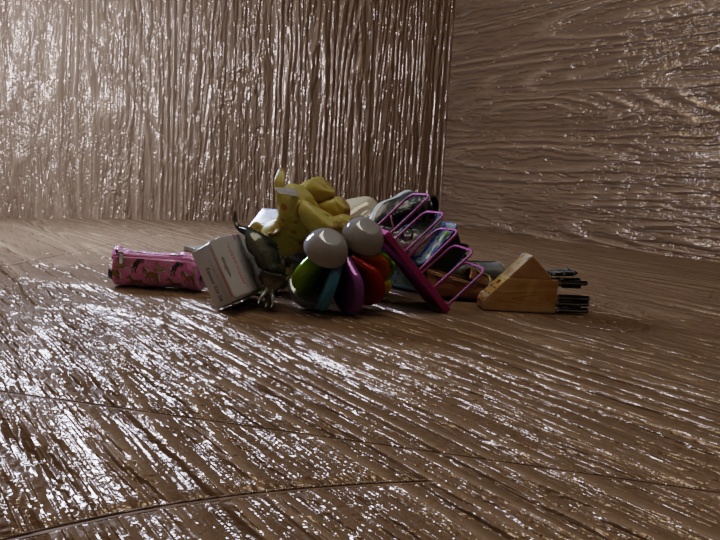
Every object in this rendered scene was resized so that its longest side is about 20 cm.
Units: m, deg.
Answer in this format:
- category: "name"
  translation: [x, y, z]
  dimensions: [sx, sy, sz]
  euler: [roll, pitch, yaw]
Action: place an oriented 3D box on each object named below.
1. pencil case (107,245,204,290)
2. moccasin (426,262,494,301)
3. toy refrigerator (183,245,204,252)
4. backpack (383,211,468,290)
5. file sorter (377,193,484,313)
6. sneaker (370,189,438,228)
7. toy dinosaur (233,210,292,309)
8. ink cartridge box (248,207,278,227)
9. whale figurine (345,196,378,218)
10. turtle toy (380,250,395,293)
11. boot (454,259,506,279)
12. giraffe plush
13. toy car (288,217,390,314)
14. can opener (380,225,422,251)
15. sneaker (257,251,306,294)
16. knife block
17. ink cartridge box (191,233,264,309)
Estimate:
- category: "pencil case"
  translation: [-0.413, -0.005, 1.546]
  dimensions: [0.197, 0.084, 0.087]
  euler: [5, 7, 4]
- category: "moccasin"
  translation: [0.241, 0.024, 1.650]
  dimensions: [0.198, 0.079, 0.074]
  euler: [3, 7, -1]
- category: "toy refrigerator"
  translation: [-0.319, -0.007, 1.635]
  dimensions: [0.069, 0.077, 0.199]
  euler: [-2, 10, -38]
- category: "backpack"
  translation: [0.118, -0.053, 1.760]
  dimensions: [0.198, 0.148, 0.183]
  euler: [3, 37, 41]
- category: "file sorter"
  translation: [0.135, -0.041, 1.503]
  dimensions: [0.125, 0.201, 0.139]
  euler: [-41, 14, -5]
- category: "sneaker"
  translation: [0.101, -0.125, 1.660]
  dimensions: [0.098, 0.072, 0.200]
  euler: [8, 31, 37]
- category: "toy dinosaur"
  translation: [-0.178, -0.032, 1.400]
  dimensions: [0.076, 0.202, 0.102]
  euler: [-21, -3, 0]
- category: "ink cartridge box"
  translation: [-0.196, -0.067, 1.714]
  dimensions: [0.135, 0.077, 0.201]
  euler: [9, 54, 35]
- category: "whale figurine"
  translation: [-0.028, -0.089, 1.697]
  dimensions: [0.157, 0.105, 0.200]
  euler: [-7, 25, 31]
- category: "turtle toy"
  translation: [0.000, 0.000, 1.625]
  dimensions: [0.144, 0.103, 0.199]
  euler: [-2, 9, -38]
- category: "boot"
  translation: [0.259, -0.010, 1.958]
  dimensions: [0.197, 0.074, 0.182]
  euler: [-7, 25, -23]
- category: "giraffe plush"
  translation: [-0.129, -0.084, 1.492]
  dimensions: [0.198, 0.163, 0.174]
  euler: [14, 37, -38]
- category: "toy car"
  translation: [-0.029, 0.011, 1.399]
  dimensions: [0.198, 0.176, 0.151]
  euler: [-18, 60, -37]
- category: "can opener"
  translation: [0.034, -0.062, 1.588]
  dimensions: [0.197, 0.054, 0.067]
  euler: [2, -25, -10]
- category: "sneaker"
  translation: [-0.163, -0.012, 1.581]
  dimensions: [0.198, 0.082, 0.074]
  euler: [-27, 18, -22]
- category: "knife block"
  translation: [0.367, 0.061, 1.559]
  dimensions: [0.200, 0.176, 0.064]
  euler: [-42, 6, 2]
- category: "ink cartridge box"
  translation: [-0.243, -0.001, 1.403]
  dimensions: [0.067, 0.118, 0.200]
  euler: [-26, 0, 14]
